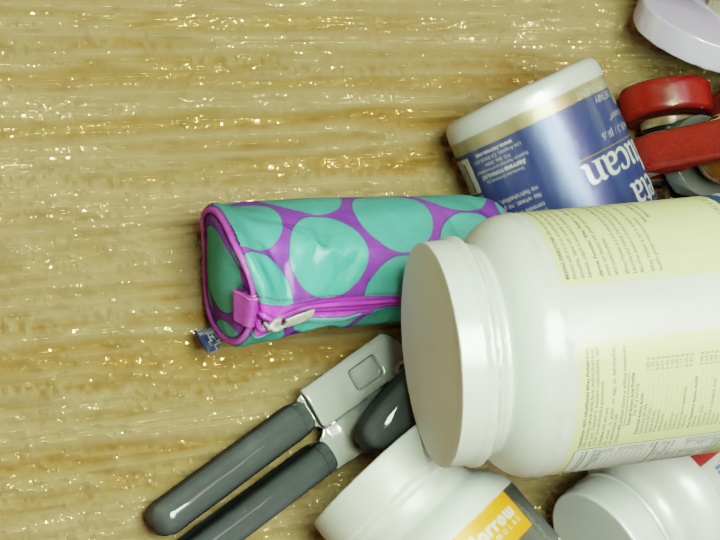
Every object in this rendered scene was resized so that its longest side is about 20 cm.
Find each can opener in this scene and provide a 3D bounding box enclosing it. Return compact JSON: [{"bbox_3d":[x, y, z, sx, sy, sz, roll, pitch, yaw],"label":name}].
[{"bbox_3d":[-0.032,0.103,0.836,0.199,0.067,0.054,-34,97,-29],"label":"can opener"}]

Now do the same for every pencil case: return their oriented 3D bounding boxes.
[{"bbox_3d":[0.000,0.000,0.858,0.197,0.086,0.093,-4,46,-28],"label":"pencil case"}]

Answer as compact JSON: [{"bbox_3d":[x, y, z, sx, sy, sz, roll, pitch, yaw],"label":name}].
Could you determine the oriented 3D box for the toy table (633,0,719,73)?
[{"bbox_3d":[0.297,-0.217,1.011,0.198,0.118,0.184,-14,46,-36],"label":"toy table"}]

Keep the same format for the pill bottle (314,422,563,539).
[{"bbox_3d":[0.071,0.192,0.826,0.116,0.117,0.200,-37,80,-28],"label":"pill bottle"}]

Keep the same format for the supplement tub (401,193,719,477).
[{"bbox_3d":[0.132,0.036,0.795,0.197,0.145,0.147,-5,83,-13],"label":"supplement tub"}]

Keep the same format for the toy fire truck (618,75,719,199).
[{"bbox_3d":[0.277,-0.084,0.976,0.197,0.167,0.114,-1,81,-28],"label":"toy fire truck"}]

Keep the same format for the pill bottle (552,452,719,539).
[{"bbox_3d":[0.225,0.133,0.942,0.199,0.112,0.113,-31,96,-29],"label":"pill bottle"}]

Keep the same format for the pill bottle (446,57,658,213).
[{"bbox_3d":[0.143,-0.025,0.928,0.110,0.111,0.202,-26,94,-29],"label":"pill bottle"}]
